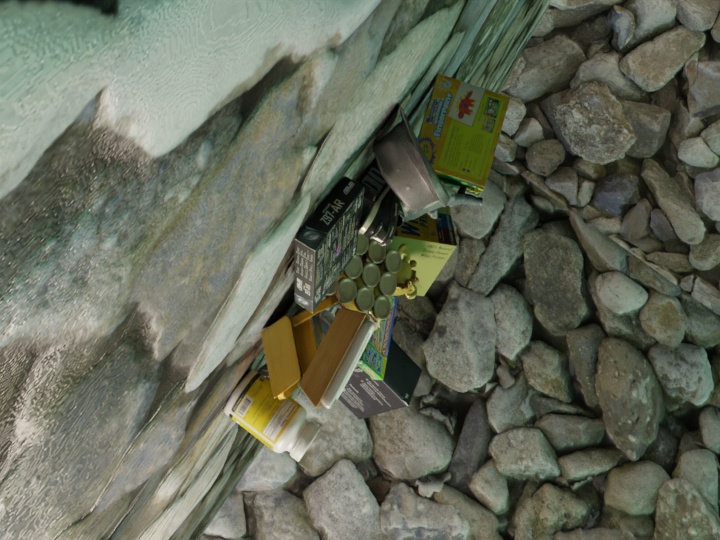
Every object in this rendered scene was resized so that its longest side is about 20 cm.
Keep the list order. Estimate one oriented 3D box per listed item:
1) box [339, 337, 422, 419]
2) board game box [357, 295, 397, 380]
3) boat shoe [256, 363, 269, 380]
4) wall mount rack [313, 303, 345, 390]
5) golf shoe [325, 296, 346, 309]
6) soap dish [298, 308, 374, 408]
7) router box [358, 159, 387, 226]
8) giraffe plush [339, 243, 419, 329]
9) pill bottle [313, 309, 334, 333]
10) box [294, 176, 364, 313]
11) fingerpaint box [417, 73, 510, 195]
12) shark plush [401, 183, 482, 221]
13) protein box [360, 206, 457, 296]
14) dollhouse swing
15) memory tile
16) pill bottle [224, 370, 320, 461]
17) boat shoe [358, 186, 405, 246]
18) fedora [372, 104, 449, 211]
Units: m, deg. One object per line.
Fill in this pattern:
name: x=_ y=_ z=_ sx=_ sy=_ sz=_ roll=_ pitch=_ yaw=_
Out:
box: x=0.015 y=0.253 z=1.897 sx=0.198 sy=0.197 sz=0.119 roll=-24 pitch=-153 yaw=46
board game box: x=0.035 y=0.135 z=1.755 sx=0.135 sy=0.028 sz=0.205 roll=45 pitch=50 yaw=-54
boat shoe: x=-0.228 y=0.270 z=1.766 sx=0.201 sy=0.074 sz=0.074 roll=-49 pitch=-172 yaw=22
wall mount rack: x=-0.068 y=0.180 z=1.732 sx=0.176 sy=0.072 sz=0.203 roll=106 pitch=-26 yaw=-48
golf shoe: x=-0.023 y=0.081 z=1.788 sx=0.089 sy=0.203 sz=0.076 roll=-13 pitch=145 yaw=-21
soap dish: x=-0.046 y=0.171 z=1.505 sx=0.203 sy=0.080 sz=0.157 roll=-61 pitch=174 yaw=-4
router box: x=0.039 y=-0.174 z=1.578 sx=0.159 sy=0.052 sz=0.201 roll=-55 pitch=175 yaw=-25
giraffe plush: x=0.043 y=0.017 z=1.653 sx=0.160 sy=0.201 sz=0.174 roll=-30 pitch=152 yaw=-22
pill bottle: x=-0.128 y=0.176 z=1.855 sx=0.110 sy=0.108 sz=0.200 roll=-58 pitch=175 yaw=32
box: x=-0.057 y=-0.042 z=1.341 sx=0.161 sy=0.043 sz=0.202 roll=-54 pitch=165 yaw=-30
fingerpaint box: x=0.206 y=-0.284 z=1.586 sx=0.073 sy=0.162 sz=0.205 roll=104 pitch=3 yaw=-80
shark plush: x=0.152 y=-0.143 z=1.575 sx=0.091 sy=0.194 sz=0.085 roll=-117 pitch=-160 yaw=-59
protein box: x=0.093 y=-0.063 z=1.784 sx=0.202 sy=0.193 sz=0.138 roll=119 pitch=-28 yaw=-48
dollhouse swing: x=-0.092 y=0.147 z=1.558 sx=0.171 sy=0.187 sz=0.200 roll=-12 pitch=179 yaw=6
memory tile: x=0.000 y=0.000 z=1.508 sx=0.017 sy=0.197 sz=0.157 roll=-6 pitch=-116 yaw=50
pill bottle: x=-0.188 y=0.319 z=1.639 sx=0.114 sy=0.198 sz=0.113 roll=-53 pitch=175 yaw=-6
boat shoe: x=0.052 y=-0.106 z=1.434 sx=0.073 sy=0.067 sz=0.201 roll=-59 pitch=-178 yaw=30
fedora: x=0.084 y=-0.191 z=1.387 sx=0.089 sy=0.203 sz=0.177 roll=-29 pitch=-164 yaw=8
